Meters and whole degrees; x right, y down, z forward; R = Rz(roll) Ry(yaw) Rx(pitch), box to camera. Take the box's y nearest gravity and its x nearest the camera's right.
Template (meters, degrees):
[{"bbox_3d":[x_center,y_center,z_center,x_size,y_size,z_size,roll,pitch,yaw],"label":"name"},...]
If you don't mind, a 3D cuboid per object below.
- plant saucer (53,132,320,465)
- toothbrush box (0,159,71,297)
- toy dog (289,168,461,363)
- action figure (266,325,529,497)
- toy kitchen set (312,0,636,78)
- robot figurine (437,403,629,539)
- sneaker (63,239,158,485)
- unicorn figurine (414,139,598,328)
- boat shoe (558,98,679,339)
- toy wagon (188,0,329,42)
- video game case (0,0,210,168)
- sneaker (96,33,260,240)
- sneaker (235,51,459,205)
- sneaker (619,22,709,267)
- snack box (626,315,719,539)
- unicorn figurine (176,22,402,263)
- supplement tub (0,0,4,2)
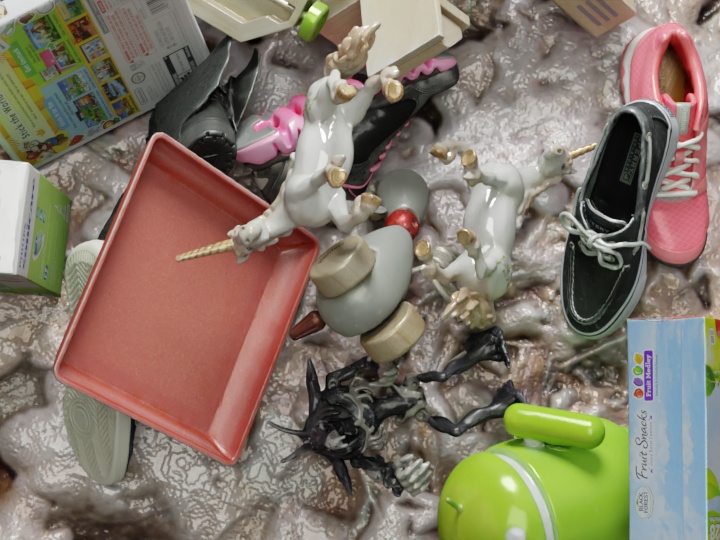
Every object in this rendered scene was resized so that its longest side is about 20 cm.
[{"bbox_3d":[-0.137,0.024,1.280,0.037,0.200,0.200,8,72,43],"label":"plant saucer"},{"bbox_3d":[-0.309,-0.034,1.262,0.145,0.200,0.086,6,83,-1],"label":"toothbrush box"},{"bbox_3d":[0.000,0.000,1.290,0.096,0.200,0.132,-23,94,25],"label":"toy dog"},{"bbox_3d":[0.029,0.110,1.303,0.199,0.102,0.119,-19,96,-4],"label":"action figure"},{"bbox_3d":[0.091,-0.199,1.324,0.200,0.180,0.164,-27,51,32],"label":"toy kitchen set"},{"bbox_3d":[0.145,0.181,1.267,0.200,0.116,0.176,-13,115,-29],"label":"robot figurine"},{"bbox_3d":[-0.182,0.070,1.315,0.075,0.084,0.201,19,112,39],"label":"sneaker"},{"bbox_3d":[0.107,-0.048,1.310,0.074,0.137,0.200,21,86,39],"label":"unicorn figurine"},{"bbox_3d":[0.195,-0.035,1.303,0.073,0.068,0.200,28,113,23],"label":"boat shoe"},{"bbox_3d":[-0.070,-0.279,1.289,0.155,0.040,0.200,31,108,4],"label":"toy wagon"},{"bbox_3d":[-0.213,-0.164,1.280,0.182,0.200,0.023,-28,68,-4],"label":"video game case"},{"bbox_3d":[-0.148,-0.090,1.339,0.060,0.104,0.200,27,120,-29],"label":"sneaker"},{"bbox_3d":[-0.003,-0.111,1.349,0.200,0.079,0.096,-27,112,-7],"label":"sneaker"},{"bbox_3d":[0.244,-0.103,1.334,0.073,0.087,0.201,-4,84,-4],"label":"sneaker"},{"bbox_3d":[0.267,0.125,1.256,0.068,0.200,0.169,-3,82,32],"label":"snack box"},{"bbox_3d":[-0.033,-0.076,1.218,0.074,0.137,0.200,35,72,-21],"label":"unicorn figurine"},{"bbox_3d":[-0.303,-0.208,1.298,0.200,0.145,0.145,-34,85,9],"label":"supplement tub"}]
